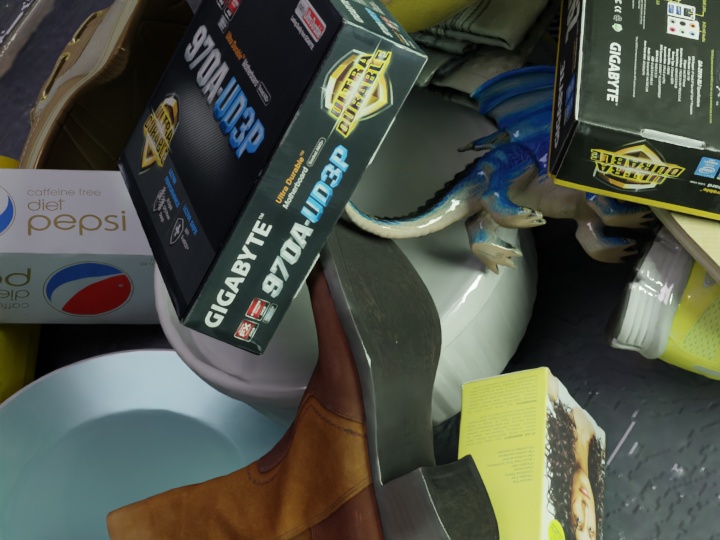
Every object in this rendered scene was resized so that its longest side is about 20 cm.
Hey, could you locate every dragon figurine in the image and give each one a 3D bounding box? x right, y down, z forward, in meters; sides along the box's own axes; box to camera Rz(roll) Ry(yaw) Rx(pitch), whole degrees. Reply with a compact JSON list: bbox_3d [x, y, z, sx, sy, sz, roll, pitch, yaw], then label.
[{"bbox_3d":[0.081,-0.057,0.979,0.200,0.059,0.100,-5,61,-9],"label":"dragon figurine"}]

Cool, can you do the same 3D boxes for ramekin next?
[{"bbox_3d":[0.000,0.000,1.076,0.202,0.094,0.203,-14,53,19],"label":"ramekin"}]

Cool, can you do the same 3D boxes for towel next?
[{"bbox_3d":[0.046,-0.187,1.078,0.192,0.035,0.200,23,76,40],"label":"towel"}]

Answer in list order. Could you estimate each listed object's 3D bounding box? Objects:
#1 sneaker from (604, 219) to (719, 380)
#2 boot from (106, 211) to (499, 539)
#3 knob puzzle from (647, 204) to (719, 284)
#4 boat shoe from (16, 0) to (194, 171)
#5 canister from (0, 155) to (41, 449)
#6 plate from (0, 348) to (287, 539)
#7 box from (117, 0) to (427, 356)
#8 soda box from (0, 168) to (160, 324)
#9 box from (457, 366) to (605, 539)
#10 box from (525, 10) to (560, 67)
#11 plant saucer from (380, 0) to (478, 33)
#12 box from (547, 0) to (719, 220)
[{"bbox_3d":[0.197,-0.024,0.997,0.090,0.078,0.200,28,66,10],"label":"sneaker"},{"bbox_3d":[-0.042,0.088,0.977,0.200,0.068,0.188,-29,78,34],"label":"boot"},{"bbox_3d":[0.224,-0.031,0.949,0.219,0.030,0.220,5,55,-7],"label":"knob puzzle"},{"bbox_3d":[-0.165,-0.096,1.268,0.066,0.074,0.200,-13,37,38],"label":"boat shoe"},{"bbox_3d":[-0.258,0.040,1.228,0.148,0.087,0.200,-16,51,23],"label":"canister"},{"bbox_3d":[-0.124,0.123,1.092,0.200,0.026,0.200,-5,47,6],"label":"plate"},{"bbox_3d":[-0.049,-0.074,0.982,0.159,0.046,0.200,-60,25,16],"label":"box"},{"bbox_3d":[-0.187,-0.013,1.159,0.200,0.068,0.064,1,52,-11],"label":"soda box"},{"bbox_3d":[0.076,0.150,0.946,0.050,0.075,0.200,-12,55,27],"label":"box"},{"bbox_3d":[0.085,-0.195,1.152,0.200,0.105,0.184,-5,59,31],"label":"box"},{"bbox_3d":[0.075,-0.208,0.984,0.200,0.048,0.200,-25,41,55],"label":"plant saucer"},{"bbox_3d":[0.173,-0.112,0.947,0.159,0.049,0.200,12,53,-6],"label":"box"}]
